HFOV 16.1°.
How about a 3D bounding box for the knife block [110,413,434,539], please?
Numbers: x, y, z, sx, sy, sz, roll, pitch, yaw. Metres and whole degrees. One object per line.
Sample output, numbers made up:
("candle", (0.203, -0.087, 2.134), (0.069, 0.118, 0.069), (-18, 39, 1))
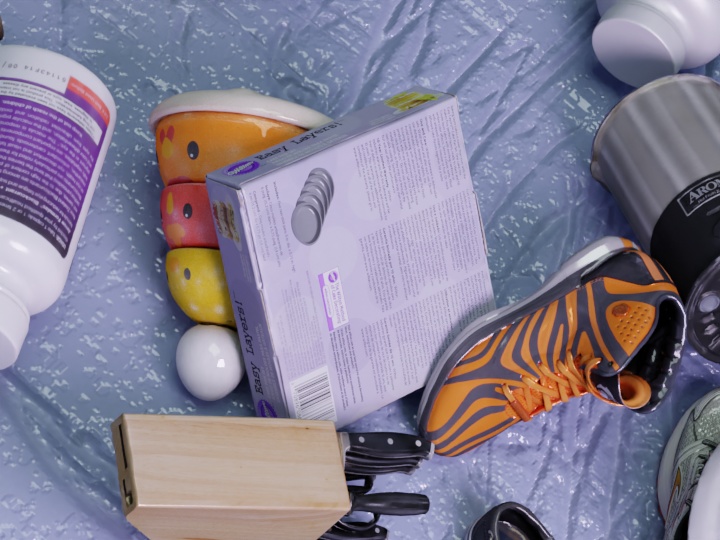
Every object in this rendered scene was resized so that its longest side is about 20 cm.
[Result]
("knife block", (-0.047, 0.131, 1.618), (0.174, 0.200, 0.064), (-17, 64, 9))

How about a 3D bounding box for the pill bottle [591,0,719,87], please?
("pill bottle", (0.249, -0.229, 1.921), (0.110, 0.111, 0.201), (32, 59, 3))

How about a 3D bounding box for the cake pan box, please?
("cake pan box", (0.000, 0.000, 1.697), (0.183, 0.052, 0.201), (-25, 115, -28))

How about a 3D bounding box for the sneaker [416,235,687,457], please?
("sneaker", (0.132, 0.069, 1.698), (0.200, 0.078, 0.112), (-43, 42, 3))

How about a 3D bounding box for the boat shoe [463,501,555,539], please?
("boat shoe", (0.136, 0.239, 1.667), (0.070, 0.066, 0.201), (-19, 69, -23))

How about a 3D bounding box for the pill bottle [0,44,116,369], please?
("pill bottle", (-0.238, -0.039, 1.686), (0.111, 0.112, 0.201), (17, 59, -6))

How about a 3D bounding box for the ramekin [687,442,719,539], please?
("ramekin", (0.313, 0.192, 1.670), (0.200, 0.097, 0.202), (11, 74, -43))

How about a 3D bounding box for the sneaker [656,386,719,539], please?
("sneaker", (0.243, 0.166, 1.727), (0.077, 0.082, 0.201), (17, 59, -5))

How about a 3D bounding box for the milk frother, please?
("milk frother", (0.276, -0.011, 1.811), (0.179, 0.201, 0.189), (-11, 42, -11))

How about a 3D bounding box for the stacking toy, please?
("stacking toy", (-0.085, -0.011, 1.720), (0.145, 0.146, 0.202), (11, 75, -9))

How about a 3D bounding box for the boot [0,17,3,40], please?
("boot", (-0.356, -0.213, 1.778), (0.154, 0.077, 0.201), (-22, 77, -20))
